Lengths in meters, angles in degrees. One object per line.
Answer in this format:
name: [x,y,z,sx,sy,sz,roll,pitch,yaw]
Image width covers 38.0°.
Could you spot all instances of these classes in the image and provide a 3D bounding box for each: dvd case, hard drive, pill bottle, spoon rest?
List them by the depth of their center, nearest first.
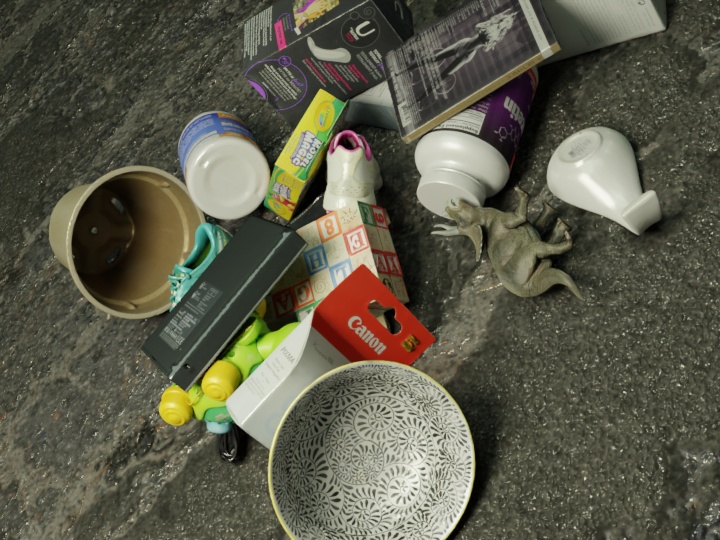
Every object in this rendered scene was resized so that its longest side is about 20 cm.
spoon rest: [0.261,-0.092,1.107,0.099,0.061,0.200,-36,30,8]
hard drive: [-0.151,0.029,1.137,0.201,0.033,0.139,-51,24,-8]
dvd case: [0.119,-0.245,1.183,0.199,0.016,0.150,-30,46,20]
pill bottle: [0.131,-0.163,1.210,0.112,0.112,0.202,0,60,38]
pill bottle: [-0.192,-0.154,1.437,0.112,0.112,0.200,-40,27,5]

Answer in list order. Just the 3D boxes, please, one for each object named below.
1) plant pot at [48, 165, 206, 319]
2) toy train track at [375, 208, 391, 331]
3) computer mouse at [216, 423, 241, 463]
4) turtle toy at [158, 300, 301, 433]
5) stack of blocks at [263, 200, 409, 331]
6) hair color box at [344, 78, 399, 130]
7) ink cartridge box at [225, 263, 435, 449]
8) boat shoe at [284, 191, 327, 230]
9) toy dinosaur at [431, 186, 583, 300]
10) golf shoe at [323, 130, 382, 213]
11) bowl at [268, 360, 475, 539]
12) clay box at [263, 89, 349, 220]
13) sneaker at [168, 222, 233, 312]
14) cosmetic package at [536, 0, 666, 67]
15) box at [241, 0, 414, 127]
plant pot: [-0.341,-0.048,1.448,0.183,0.200,0.202,13,66,54]
toy train track: [0.000,0.000,1.246,0.114,0.033,0.201,-27,53,11]
computer mouse: [-0.086,0.133,1.207,0.199,0.046,0.141,-33,44,26]
turtle toy: [-0.123,0.105,1.141,0.199,0.101,0.147,-29,30,35]
stack of blocks: [-0.054,0.015,1.196,0.199,0.058,0.116,-24,72,28]
hair color box: [0.056,-0.238,1.363,0.199,0.061,0.100,18,71,45]
ink cartridge box: [-0.018,0.114,1.079,0.200,0.160,0.047,-45,41,0]
boat shoe: [-0.088,-0.027,1.313,0.200,0.062,0.074,-51,41,-8]
toy dinosaur: [0.174,-0.019,1.110,0.103,0.077,0.200,-52,54,19]
golf shoe: [-0.008,-0.133,1.274,0.074,0.093,0.200,1,22,-2]
bowl: [0.006,0.183,1.026,0.201,0.200,0.094,-49,8,-4]
clay box: [-0.069,-0.146,1.312,0.116,0.047,0.200,-61,2,-17]
sneaker: [-0.225,0.030,1.363,0.077,0.080,0.202,4,62,39]
cosmetic package: [0.255,-0.373,1.267,0.198,0.123,0.201,-13,51,32]
box: [-0.041,-0.295,1.346,0.198,0.122,0.107,-23,47,23]
